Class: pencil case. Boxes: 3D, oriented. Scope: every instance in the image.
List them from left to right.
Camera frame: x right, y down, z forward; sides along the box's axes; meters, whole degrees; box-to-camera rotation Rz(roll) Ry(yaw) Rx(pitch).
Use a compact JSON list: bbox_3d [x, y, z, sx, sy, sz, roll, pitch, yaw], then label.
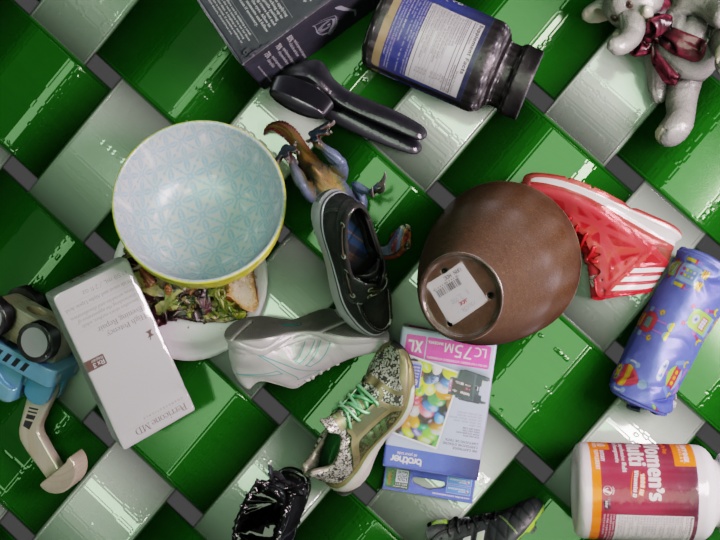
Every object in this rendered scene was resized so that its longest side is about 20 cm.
[{"bbox_3d":[0.366,0.076,1.295,0.086,0.078,0.202,27,91,-15],"label":"pencil case"}]

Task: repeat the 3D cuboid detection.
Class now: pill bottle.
[{"bbox_3d":[0.109,-0.256,1.306,0.198,0.112,0.113,24,91,4],"label":"pill bottle"},{"bbox_3d":[0.345,0.255,1.279,0.197,0.110,0.111,0,89,5],"label":"pill bottle"}]

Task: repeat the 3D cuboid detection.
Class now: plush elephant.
[{"bbox_3d":[0.340,-0.278,1.267,0.153,0.165,0.202,17,62,-8],"label":"plush elephant"}]

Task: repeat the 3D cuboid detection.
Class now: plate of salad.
[{"bbox_3d":[-0.212,0.010,1.362,0.197,0.048,0.203,0,90,5],"label":"plate of salad"}]

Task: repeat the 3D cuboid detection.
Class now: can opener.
[{"bbox_3d":[-0.014,-0.191,1.345,0.198,0.063,0.079,24,64,-5],"label":"can opener"}]

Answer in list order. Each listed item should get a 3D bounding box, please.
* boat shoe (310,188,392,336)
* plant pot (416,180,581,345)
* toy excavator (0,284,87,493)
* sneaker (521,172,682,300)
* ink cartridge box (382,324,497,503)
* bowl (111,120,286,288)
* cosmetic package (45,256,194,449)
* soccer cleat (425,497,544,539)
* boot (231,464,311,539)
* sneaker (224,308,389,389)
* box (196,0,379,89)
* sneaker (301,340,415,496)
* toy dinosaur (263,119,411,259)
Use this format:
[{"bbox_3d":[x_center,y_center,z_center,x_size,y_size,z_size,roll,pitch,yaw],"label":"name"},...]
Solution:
[{"bbox_3d":[0.000,0.000,1.246,0.069,0.056,0.202,-41,129,-25],"label":"boat shoe"},{"bbox_3d":[0.135,0.007,1.230,0.184,0.200,0.190,5,103,21],"label":"plant pot"},{"bbox_3d":[-0.399,0.146,1.362,0.193,0.100,0.202,27,104,7],"label":"toy excavator"},{"bbox_3d":[0.268,-0.033,1.307,0.198,0.078,0.117,23,90,6],"label":"sneaker"},{"bbox_3d":[0.093,0.174,1.338,0.117,0.042,0.203,8,91,5],"label":"ink cartridge box"},{"bbox_3d":[-0.183,-0.063,1.301,0.197,0.108,0.203,0,71,-1],"label":"bowl"},{"bbox_3d":[-0.284,0.096,1.315,0.101,0.074,0.202,-28,103,-19],"label":"cosmetic package"},{"bbox_3d":[0.126,0.320,1.320,0.199,0.068,0.082,-36,85,6],"label":"soccer cleat"},{"bbox_3d":[-0.115,0.321,1.290,0.072,0.162,0.201,21,91,6],"label":"boot"},{"bbox_3d":[-0.063,0.096,1.345,0.197,0.071,0.081,-4,116,-2],"label":"sneaker"},{"bbox_3d":[-0.075,-0.323,1.306,0.199,0.148,0.105,-36,86,2],"label":"box"},{"bbox_3d":[-0.005,0.174,1.300,0.077,0.088,0.202,33,101,36],"label":"sneaker"},{"bbox_3d":[-0.014,-0.094,1.339,0.104,0.201,0.182,-35,124,6],"label":"toy dinosaur"}]
